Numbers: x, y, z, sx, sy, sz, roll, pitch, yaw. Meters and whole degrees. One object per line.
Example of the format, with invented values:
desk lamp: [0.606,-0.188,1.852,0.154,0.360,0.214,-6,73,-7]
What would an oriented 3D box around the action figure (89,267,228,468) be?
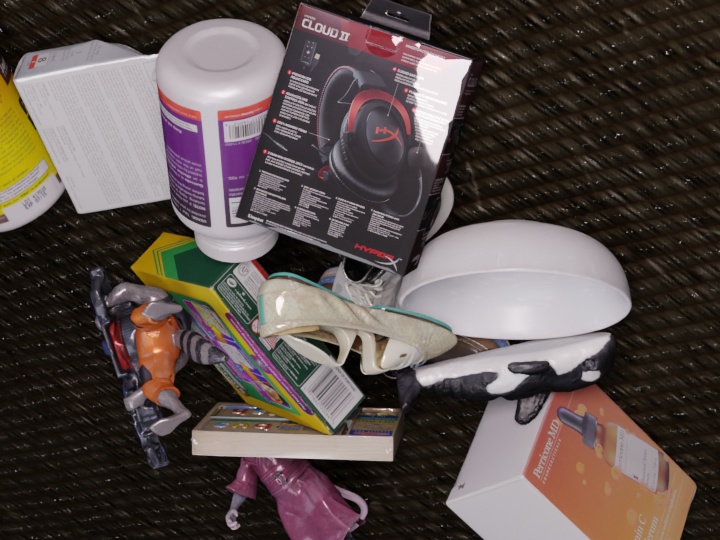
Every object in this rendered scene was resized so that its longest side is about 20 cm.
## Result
action figure: [-0.179,0.089,1.534,0.104,0.193,0.202,-18,106,-8]

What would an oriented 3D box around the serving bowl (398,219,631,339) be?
serving bowl: [0.131,0.001,1.412,0.198,0.066,0.200,2,163,1]

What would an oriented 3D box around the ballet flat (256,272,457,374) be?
ballet flat: [-0.005,0.058,1.403,0.199,0.063,0.067,18,155,-29]

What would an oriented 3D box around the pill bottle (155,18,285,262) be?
pill bottle: [-0.113,-0.107,1.420,0.111,0.113,0.201,14,135,15]

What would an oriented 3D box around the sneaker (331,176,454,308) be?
sneaker: [0.000,0.000,1.441,0.075,0.115,0.201,37,125,16]

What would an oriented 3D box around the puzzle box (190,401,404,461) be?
puzzle box: [-0.059,0.159,1.641,0.198,0.133,0.026,1,98,5]

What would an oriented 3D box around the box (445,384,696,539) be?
box: [0.202,0.211,1.561,0.200,0.153,0.106,43,139,-19]

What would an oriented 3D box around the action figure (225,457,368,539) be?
action figure: [-0.071,0.218,1.785,0.134,0.149,0.200,-39,89,30]

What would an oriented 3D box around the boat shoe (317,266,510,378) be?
boat shoe: [0.043,0.067,1.558,0.198,0.073,0.073,19,141,11]

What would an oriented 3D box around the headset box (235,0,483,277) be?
headset box: [0.003,-0.115,1.323,0.147,0.075,0.202,19,99,9]

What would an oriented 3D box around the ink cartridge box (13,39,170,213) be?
ink cartridge box: [-0.195,-0.140,1.510,0.198,0.050,0.163,-10,130,13]

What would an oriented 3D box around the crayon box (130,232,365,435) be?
crayon box: [-0.110,0.058,1.598,0.200,0.058,0.172,53,160,-27]

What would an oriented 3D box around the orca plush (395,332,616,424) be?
orca plush: [0.134,0.109,1.480,0.198,0.105,0.072,-13,97,-5]

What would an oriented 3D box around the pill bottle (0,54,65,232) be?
pill bottle: [-0.360,-0.141,1.531,0.108,0.110,0.201,-3,132,31]
